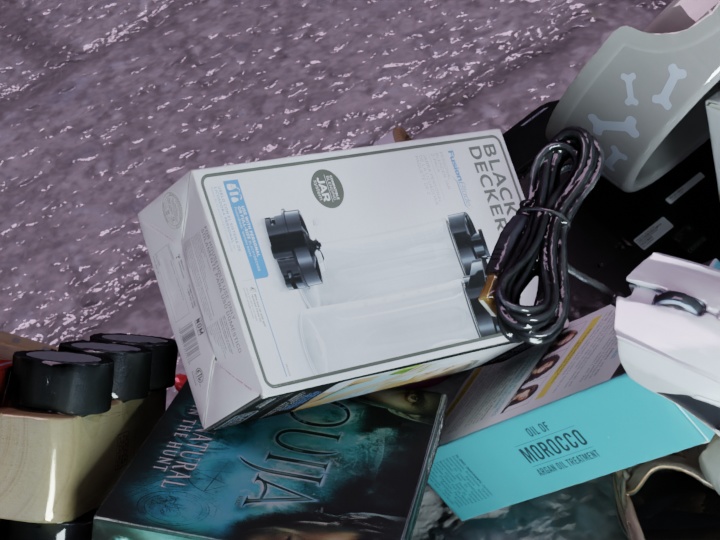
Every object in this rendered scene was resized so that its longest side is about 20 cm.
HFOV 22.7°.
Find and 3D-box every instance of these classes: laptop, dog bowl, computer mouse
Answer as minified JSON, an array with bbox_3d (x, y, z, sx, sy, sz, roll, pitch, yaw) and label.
[{"bbox_3d":[0.132,-0.031,1.142,0.177,0.104,0.200,-37,66,-22],"label":"laptop"},{"bbox_3d":[0.199,-0.125,1.034,0.200,0.200,0.059,-38,78,-23],"label":"dog bowl"},{"bbox_3d":[0.152,0.023,0.799,0.199,0.044,0.110,31,54,-2],"label":"computer mouse"}]

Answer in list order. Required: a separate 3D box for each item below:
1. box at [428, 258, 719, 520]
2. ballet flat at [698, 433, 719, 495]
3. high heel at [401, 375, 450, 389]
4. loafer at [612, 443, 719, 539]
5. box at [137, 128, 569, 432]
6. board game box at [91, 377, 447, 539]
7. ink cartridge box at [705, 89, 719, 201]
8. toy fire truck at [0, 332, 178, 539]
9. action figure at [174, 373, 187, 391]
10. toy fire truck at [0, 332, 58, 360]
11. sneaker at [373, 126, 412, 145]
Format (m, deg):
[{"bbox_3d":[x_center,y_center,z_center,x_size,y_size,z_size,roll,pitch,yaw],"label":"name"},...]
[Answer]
[{"bbox_3d":[0.112,0.065,0.911,0.082,0.049,0.200,-50,12,-35],"label":"box"},{"bbox_3d":[0.197,0.084,0.874,0.068,0.068,0.201,26,27,-10],"label":"ballet flat"},{"bbox_3d":[-0.022,0.038,1.100,0.095,0.068,0.199,1,-2,-44],"label":"high heel"},{"bbox_3d":[0.162,0.125,0.887,0.071,0.063,0.201,-11,38,9],"label":"loafer"},{"bbox_3d":[0.000,0.000,0.897,0.199,0.118,0.060,-9,-15,-38],"label":"box"},{"bbox_3d":[-0.035,0.096,0.853,0.134,0.028,0.200,9,20,6],"label":"board game box"},{"bbox_3d":[0.296,-0.077,1.015,0.200,0.146,0.087,-39,41,-24],"label":"ink cartridge box"},{"bbox_3d":[-0.202,0.060,0.875,0.198,0.130,0.176,5,3,9],"label":"toy fire truck"},{"bbox_3d":[-0.060,0.035,1.002,0.199,0.099,0.066,-26,28,39],"label":"action figure"},{"bbox_3d":[-0.248,0.084,1.067,0.199,0.129,0.176,-29,28,-1],"label":"toy fire truck"},{"bbox_3d":[-0.010,-0.024,1.075,0.108,0.070,0.200,-31,8,11],"label":"sneaker"}]
